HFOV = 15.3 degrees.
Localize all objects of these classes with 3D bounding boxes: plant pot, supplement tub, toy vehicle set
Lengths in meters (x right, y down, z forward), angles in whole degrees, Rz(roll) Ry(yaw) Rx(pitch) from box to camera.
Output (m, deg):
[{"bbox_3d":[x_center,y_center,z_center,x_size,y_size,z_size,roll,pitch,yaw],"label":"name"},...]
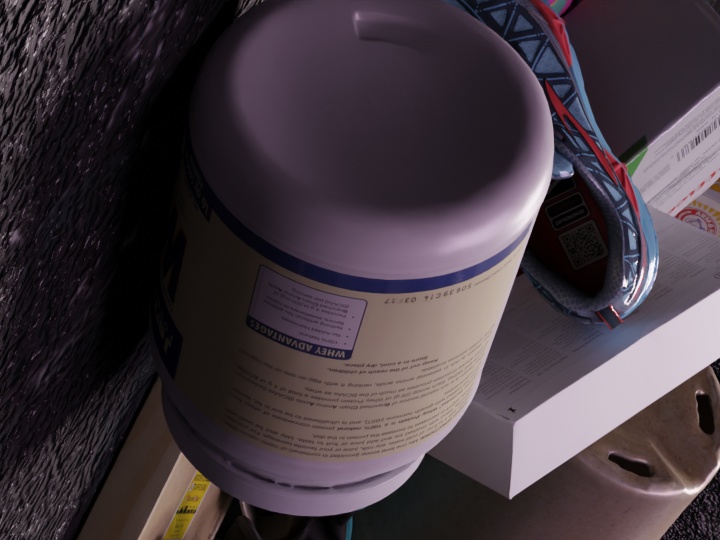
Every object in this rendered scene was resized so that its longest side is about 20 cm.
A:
[{"bbox_3d":[0.099,0.107,1.475,0.183,0.200,0.200,-48,-176,44],"label":"plant pot"},{"bbox_3d":[-0.010,-0.004,1.104,0.145,0.145,0.200,-56,169,-39],"label":"supplement tub"},{"bbox_3d":[-0.096,0.116,1.333,0.124,0.027,0.200,-63,171,-2],"label":"toy vehicle set"}]

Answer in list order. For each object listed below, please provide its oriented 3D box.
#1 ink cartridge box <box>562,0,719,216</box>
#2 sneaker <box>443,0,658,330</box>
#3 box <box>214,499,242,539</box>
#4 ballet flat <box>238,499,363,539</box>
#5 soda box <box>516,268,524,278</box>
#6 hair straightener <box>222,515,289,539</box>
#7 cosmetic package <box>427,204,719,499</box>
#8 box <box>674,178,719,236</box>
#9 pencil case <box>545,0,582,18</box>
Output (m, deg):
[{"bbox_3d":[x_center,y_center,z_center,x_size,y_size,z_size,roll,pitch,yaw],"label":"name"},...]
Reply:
[{"bbox_3d":[0.130,-0.071,1.419,0.147,0.083,0.200,-41,166,-1],"label":"ink cartridge box"},{"bbox_3d":[0.077,-0.064,1.249,0.079,0.200,0.096,-33,-178,12],"label":"sneaker"},{"bbox_3d":[-0.059,0.200,1.649,0.193,0.048,0.200,-40,155,-53],"label":"box"},{"bbox_3d":[-0.026,0.105,1.374,0.200,0.068,0.068,108,-22,-56],"label":"ballet flat"},{"bbox_3d":[0.024,-0.006,1.318,0.070,0.063,0.200,-61,146,-15],"label":"soda box"},{"bbox_3d":[-0.062,0.173,1.380,0.077,0.041,0.200,-24,157,-17],"label":"hair straightener"},{"bbox_3d":[0.109,0.037,1.321,0.200,0.083,0.051,-29,131,-38],"label":"cosmetic package"},{"bbox_3d":[0.154,-0.079,1.651,0.113,0.200,0.101,-57,169,-38],"label":"box"},{"bbox_3d":[0.072,-0.149,1.381,0.088,0.088,0.200,-63,169,-2],"label":"pencil case"}]
